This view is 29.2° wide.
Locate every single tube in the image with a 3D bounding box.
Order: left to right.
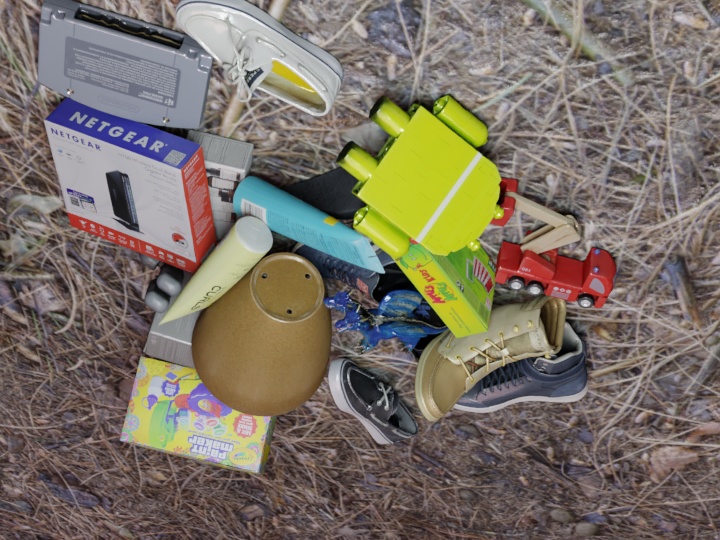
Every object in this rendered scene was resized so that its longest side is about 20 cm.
[{"bbox_3d":[-0.173,0.008,1.672,0.058,0.052,0.200,23,138,-23],"label":"tube"},{"bbox_3d":[-0.061,-0.052,1.609,0.199,0.051,0.078,26,167,29],"label":"tube"}]

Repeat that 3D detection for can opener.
[{"bbox_3d":[-0.257,0.009,1.757,0.066,0.200,0.053,34,95,-14],"label":"can opener"}]

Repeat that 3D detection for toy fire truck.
[{"bbox_3d":[0.223,-0.032,1.665,0.198,0.049,0.142,14,141,-2],"label":"toy fire truck"}]

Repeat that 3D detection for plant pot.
[{"bbox_3d":[-0.110,0.060,1.744,0.184,0.188,0.200,18,151,-5],"label":"plant pot"}]

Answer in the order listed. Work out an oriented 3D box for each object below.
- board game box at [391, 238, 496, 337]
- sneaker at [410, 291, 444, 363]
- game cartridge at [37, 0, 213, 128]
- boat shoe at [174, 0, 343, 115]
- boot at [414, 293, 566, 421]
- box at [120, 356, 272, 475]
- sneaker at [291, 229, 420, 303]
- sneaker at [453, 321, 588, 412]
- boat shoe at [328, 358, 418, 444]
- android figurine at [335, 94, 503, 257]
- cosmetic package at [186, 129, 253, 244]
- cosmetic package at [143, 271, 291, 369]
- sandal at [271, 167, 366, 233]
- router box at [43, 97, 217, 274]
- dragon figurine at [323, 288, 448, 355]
[{"bbox_3d":[0.096,-0.021,1.674,0.047,0.102,0.200,-14,134,30],"label":"board game box"},{"bbox_3d":[0.091,0.099,1.842,0.069,0.079,0.201,1,140,15],"label":"sneaker"},{"bbox_3d":[-0.270,-0.231,1.580,0.198,0.041,0.134,17,138,-4],"label":"game cartridge"},{"bbox_3d":[-0.116,-0.223,1.500,0.201,0.087,0.075,28,140,-18],"label":"boat shoe"},{"bbox_3d":[0.164,0.104,1.717,0.154,0.200,0.073,-10,118,39],"label":"boot"},{"bbox_3d":[-0.224,0.213,1.983,0.198,0.124,0.193,13,171,0],"label":"box"},{"bbox_3d":[0.000,0.000,1.742,0.198,0.085,0.075,-2,140,19],"label":"sneaker"},{"bbox_3d":[0.201,0.123,1.822,0.200,0.078,0.147,-7,150,4],"label":"sneaker"},{"bbox_3d":[0.023,0.187,1.977,0.067,0.072,0.200,-8,139,28],"label":"boat shoe"},{"bbox_3d":[0.074,-0.100,1.545,0.199,0.183,0.041,34,-179,-19],"label":"android figurine"},{"bbox_3d":[-0.185,-0.083,1.724,0.082,0.051,0.201,14,142,1],"label":"cosmetic package"},{"bbox_3d":[-0.183,0.082,1.876,0.198,0.108,0.090,20,152,-6],"label":"cosmetic package"},{"bbox_3d":[-0.033,-0.083,1.666,0.199,0.077,0.043,-7,142,40],"label":"sandal"},{"bbox_3d":[-0.276,-0.101,1.679,0.198,0.049,0.181,20,141,20],"label":"router box"},{"bbox_3d":[0.047,0.061,1.690,0.197,0.060,0.100,1,159,-15],"label":"dragon figurine"}]
